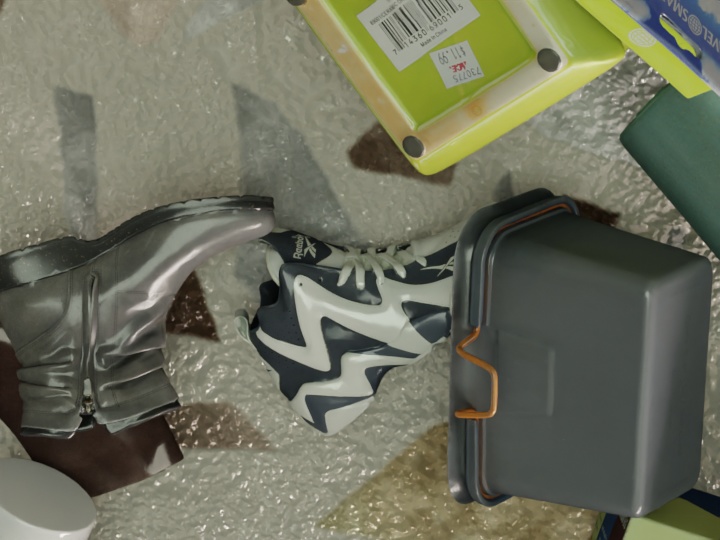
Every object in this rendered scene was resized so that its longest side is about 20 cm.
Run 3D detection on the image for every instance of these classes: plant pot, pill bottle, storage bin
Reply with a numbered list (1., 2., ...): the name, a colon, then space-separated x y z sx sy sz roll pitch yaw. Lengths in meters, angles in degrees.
1. plant pot: 0.075 -0.187 1.549 0.200 0.181 0.199 -30 101 39
2. pill bottle: -0.248 0.230 1.690 0.112 0.112 0.200 26 111 -2
3. storage bin: 0.140 0.063 1.612 0.134 0.145 0.201 12 110 35
4. plant pot: 0.282 -0.068 1.601 0.196 0.200 0.200 45 99 2

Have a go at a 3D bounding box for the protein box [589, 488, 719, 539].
1. protein box: 0.234 0.265 1.681 0.198 0.135 0.200 18 100 -2

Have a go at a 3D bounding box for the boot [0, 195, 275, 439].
1. boot: -0.136 0.032 1.644 0.200 0.070 0.132 -17 85 4

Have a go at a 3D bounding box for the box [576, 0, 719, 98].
1. box: 0.183 -0.198 1.482 0.122 0.200 0.048 36 143 -31

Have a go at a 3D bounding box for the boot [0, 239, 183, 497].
1. boot: -0.233 0.084 1.699 0.200 0.072 0.167 -17 97 2

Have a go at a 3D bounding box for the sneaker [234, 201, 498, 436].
1. sneaker: 0.000 0.000 1.671 0.130 0.080 0.199 43 109 -13
